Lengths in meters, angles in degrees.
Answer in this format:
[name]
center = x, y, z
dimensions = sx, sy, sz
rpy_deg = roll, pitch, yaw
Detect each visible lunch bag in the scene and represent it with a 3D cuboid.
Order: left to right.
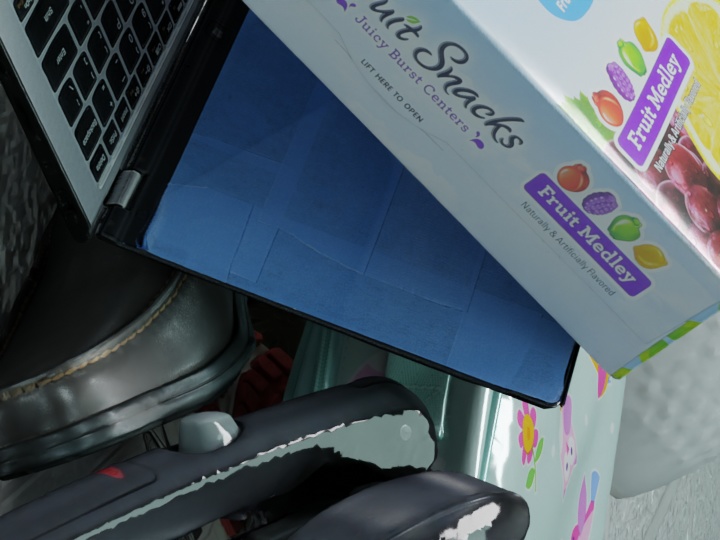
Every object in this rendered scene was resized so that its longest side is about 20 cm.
[lunch bag]
center = 0.030, 0.032, 0.856
dimensions = 0.161, 0.077, 0.201
rpy_deg = 65, 31, -56

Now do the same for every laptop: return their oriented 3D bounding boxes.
[laptop]
center = -0.009, -0.093, 0.756
dimensions = 0.188, 0.115, 0.201
rpy_deg = -70, 146, -47

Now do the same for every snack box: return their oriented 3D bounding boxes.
[snack box]
center = 0.035, -0.089, 0.750
dimensions = 0.200, 0.053, 0.142
rpy_deg = 45, 38, -13

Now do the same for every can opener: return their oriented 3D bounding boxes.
[can opener]
center = -0.054, 0.072, 0.696
dimensions = 0.199, 0.078, 0.064
rpy_deg = -14, 91, -33

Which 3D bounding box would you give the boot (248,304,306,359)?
[boot]
center = 0.000, 0.000, 1.050
dimensions = 0.200, 0.066, 0.176
rpy_deg = -39, 142, -72

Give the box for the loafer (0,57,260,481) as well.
[loafer]
center = -0.066, -0.004, 0.779
dimensions = 0.200, 0.072, 0.073
rpy_deg = -61, 132, -67

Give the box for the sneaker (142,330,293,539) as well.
[sneaker]
center = -0.041, 0.109, 0.904
dimensions = 0.078, 0.082, 0.201
rpy_deg = -46, 125, -56

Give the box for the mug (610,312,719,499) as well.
[mug]
center = 0.112, -0.013, 1.077
dimensions = 0.176, 0.147, 0.200
rpy_deg = -51, -165, -2
